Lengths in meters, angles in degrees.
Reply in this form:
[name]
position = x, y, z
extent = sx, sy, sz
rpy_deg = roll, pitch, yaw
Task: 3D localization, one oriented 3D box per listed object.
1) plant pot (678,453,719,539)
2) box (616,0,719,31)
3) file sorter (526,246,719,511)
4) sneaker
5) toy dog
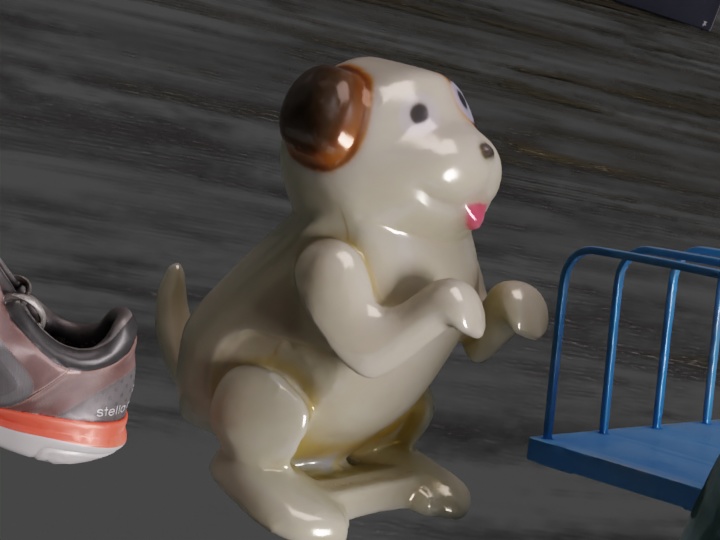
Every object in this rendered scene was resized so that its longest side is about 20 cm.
[plant pot]
position = 0.233, 0.105, 0.796
extent = 0.198, 0.189, 0.200
rpy_deg = 11, 27, -6
[box]
position = 0.505, -0.503, 3.320
extent = 0.199, 0.105, 0.182
rpy_deg = 16, 18, -12
[file sorter]
position = 0.212, 0.053, 1.057
extent = 0.199, 0.124, 0.138
rpy_deg = -1, 9, -42
[sneaker]
position = -0.189, 0.019, 0.844
extent = 0.199, 0.082, 0.077
rpy_deg = 15, 17, -17
[toy dog]
position = 0.000, 0.000, 0.915
extent = 0.139, 0.201, 0.194
rpy_deg = 4, 22, -44
